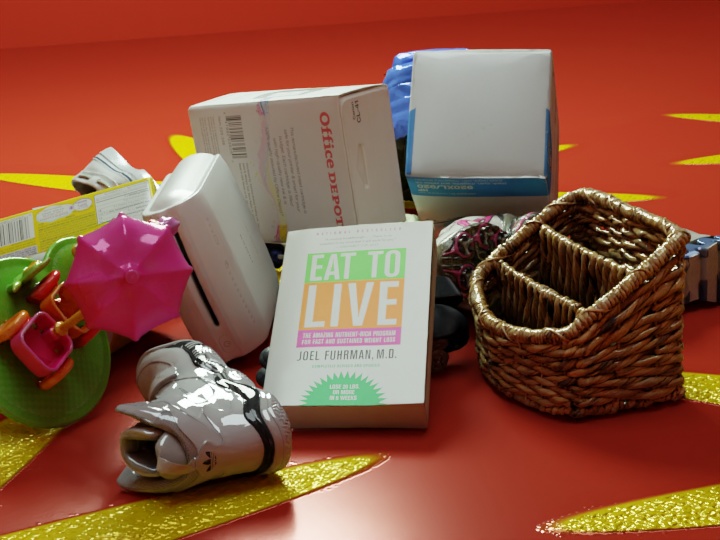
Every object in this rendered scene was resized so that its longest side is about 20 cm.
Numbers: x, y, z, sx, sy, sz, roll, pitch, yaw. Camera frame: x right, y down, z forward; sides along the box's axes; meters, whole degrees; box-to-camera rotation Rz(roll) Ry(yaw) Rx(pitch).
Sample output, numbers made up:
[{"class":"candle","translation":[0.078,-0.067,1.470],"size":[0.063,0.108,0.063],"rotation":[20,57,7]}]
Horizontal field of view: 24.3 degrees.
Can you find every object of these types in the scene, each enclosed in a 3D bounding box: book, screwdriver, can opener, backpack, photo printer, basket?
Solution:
[{"class":"book","translation":[-0.006,0.046,1.403],"size":[0.133,0.048,0.200],"rotation":[-1,46,7]},{"class":"screwdriver","translation":[-0.079,-0.012,1.642],"size":[0.029,0.028,0.200],"rotation":[-24,7,-7]},{"class":"can opener","translation":[0.004,0.067,1.454],"size":[0.200,0.063,0.079],"rotation":[-18,47,-17]},{"class":"backpack","translation":[0.088,-0.180,1.980],"size":[0.162,0.168,0.200],"rotation":[-8,-16,-3]},{"class":"photo printer","translation":[-0.136,-0.012,1.551],"size":[0.069,0.167,0.200],"rotation":[-21,14,8]},{"class":"basket","translation":[0.171,0.022,1.412],"size":[0.143,0.149,0.200],"rotation":[-8,18,-17]}]

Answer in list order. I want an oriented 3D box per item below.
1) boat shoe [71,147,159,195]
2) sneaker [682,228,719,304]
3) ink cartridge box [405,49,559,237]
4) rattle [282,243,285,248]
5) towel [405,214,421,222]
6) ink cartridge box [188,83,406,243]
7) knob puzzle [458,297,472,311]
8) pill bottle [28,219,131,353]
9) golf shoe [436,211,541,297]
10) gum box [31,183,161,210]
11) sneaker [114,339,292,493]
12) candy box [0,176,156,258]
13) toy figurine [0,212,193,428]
[{"class":"boat shoe","translation":[-0.254,-0.072,1.805],"size":[0.067,0.074,0.200],"rotation":[-37,29,-11]},{"class":"sneaker","translation":[0.277,-0.004,1.627],"size":[0.199,0.081,0.115],"rotation":[-3,11,-25]},{"class":"ink cartridge box","translation":[0.133,-0.120,1.751],"size":[0.144,0.147,0.200],"rotation":[0,-22,10]},{"class":"rattle","translation":[-0.083,-0.106,1.832],"size":[0.130,0.143,0.200],"rotation":[-16,42,-11]},{"class":"towel","translation":[0.000,0.000,1.632],"size":[0.148,0.037,0.200],"rotation":[-19,23,2]},{"class":"ink cartridge box","translation":[-0.064,-0.106,1.675],"size":[0.200,0.148,0.086],"rotation":[1,16,37]},{"class":"knob puzzle","translation":[0.131,0.004,1.684],"size":[0.219,0.031,0.220],"rotation":[-3,16,1]},{"class":"pill bottle","translation":[-0.254,0.027,1.523],"size":[0.113,0.113,0.200],"rotation":[5,17,23]},{"class":"golf shoe","translation":[0.105,-0.014,1.584],"size":[0.092,0.073,0.200],"rotation":[0,6,31]},{"class":"gum box","translation":[-0.247,-0.052,1.909],"size":[0.200,0.045,0.170],"rotation":[-14,21,-33]},{"class":"sneaker","translation":[-0.149,0.110,1.287],"size":[0.115,0.075,0.200],"rotation":[-11,21,-34]},{"class":"candy box","translation":[-0.297,-0.025,1.692],"size":[0.200,0.026,0.102],"rotation":[-15,57,2]},{"class":"toy figurine","translation":[-0.201,0.012,1.347],"size":[0.184,0.150,0.200],"rotation":[-29,18,39]}]
